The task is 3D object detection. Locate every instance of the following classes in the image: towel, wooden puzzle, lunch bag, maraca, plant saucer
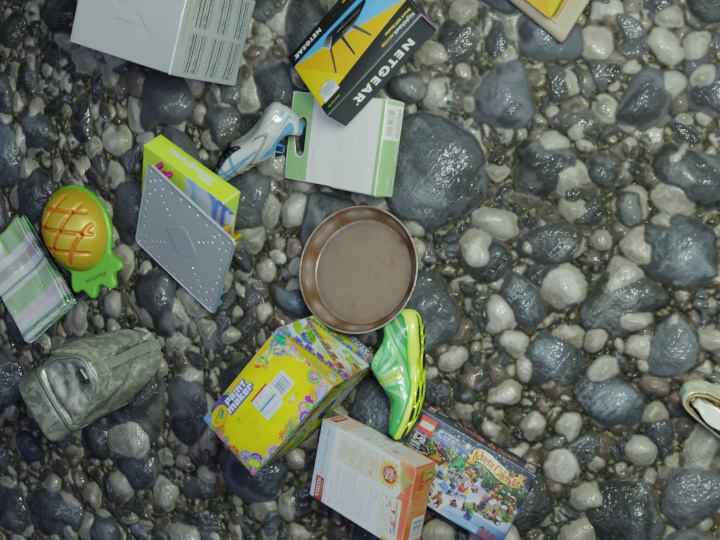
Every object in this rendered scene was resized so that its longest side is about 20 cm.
[{"bbox_3d":[-0.634,0.018,1.662,0.149,0.031,0.201,-37,82,21],"label":"towel"},{"bbox_3d":[0.243,-0.430,1.188,0.185,0.037,0.200,43,146,12],"label":"wooden puzzle"},{"bbox_3d":[-0.454,0.181,1.520,0.167,0.200,0.140,-30,88,26],"label":"lunch bag"},{"bbox_3d":[-0.489,-0.052,1.552,0.137,0.107,0.201,-25,87,22],"label":"maraca"},{"bbox_3d":[0.000,0.000,1.378,0.199,0.034,0.202,-4,79,23],"label":"plant saucer"}]

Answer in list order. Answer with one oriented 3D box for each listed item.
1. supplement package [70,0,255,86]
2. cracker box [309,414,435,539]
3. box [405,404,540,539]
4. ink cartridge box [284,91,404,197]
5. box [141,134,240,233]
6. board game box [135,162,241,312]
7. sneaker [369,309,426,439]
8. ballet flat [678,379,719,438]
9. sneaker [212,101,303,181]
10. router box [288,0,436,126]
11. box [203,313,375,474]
[{"bbox_3d":[-0.305,-0.393,1.386,0.190,0.200,0.148,21,103,18],"label":"supplement package"},{"bbox_3d":[0.015,0.327,1.387,0.199,0.057,0.135,20,106,39],"label":"cracker box"},{"bbox_3d":[0.159,0.319,1.370,0.199,0.038,0.137,28,107,17],"label":"box"},{"bbox_3d":[-0.029,-0.201,1.382,0.199,0.048,0.147,15,102,41],"label":"ink cartridge box"},{"bbox_3d":[-0.276,-0.122,1.460,0.200,0.048,0.122,36,141,14],"label":"box"},{"bbox_3d":[-0.288,-0.053,1.464,0.200,0.026,0.200,41,141,13],"label":"board game box"},{"bbox_3d":[0.057,0.161,1.378,0.083,0.074,0.202,1,87,20],"label":"sneaker"},{"bbox_3d":[0.520,0.226,1.200,0.199,0.062,0.068,35,108,15],"label":"ballet flat"},{"bbox_3d":[-0.172,-0.192,1.427,0.072,0.072,0.200,40,127,-23],"label":"sneaker"},{"bbox_3d":[-0.001,-0.339,1.317,0.200,0.051,0.150,-45,55,18],"label":"router box"},{"bbox_3d":[-0.104,0.185,1.378,0.122,0.192,0.200,45,109,12],"label":"box"}]
